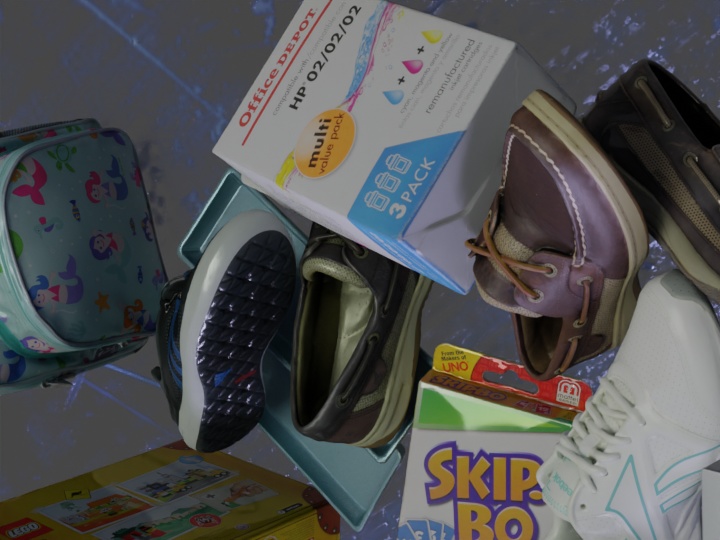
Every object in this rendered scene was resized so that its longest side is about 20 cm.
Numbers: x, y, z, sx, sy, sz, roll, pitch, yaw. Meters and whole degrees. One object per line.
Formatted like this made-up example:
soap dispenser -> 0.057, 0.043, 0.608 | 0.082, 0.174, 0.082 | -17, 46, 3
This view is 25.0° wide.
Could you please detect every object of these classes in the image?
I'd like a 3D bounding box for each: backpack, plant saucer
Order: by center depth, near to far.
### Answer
plant saucer -> -0.030, 0.024, 0.985 | 0.200, 0.019, 0.070 | 44, 111, 26
plant saucer -> -0.048, 0.073, 1.033 | 0.200, 0.019, 0.070 | 44, 125, 25
backpack -> -0.229, -0.006, 1.050 | 0.150, 0.200, 0.178 | -12, 92, 43

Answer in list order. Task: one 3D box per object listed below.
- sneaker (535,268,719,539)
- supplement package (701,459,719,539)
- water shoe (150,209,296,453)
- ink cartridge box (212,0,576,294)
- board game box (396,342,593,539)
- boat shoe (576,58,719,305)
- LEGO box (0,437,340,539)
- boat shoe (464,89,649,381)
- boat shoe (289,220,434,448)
sneaker -> 0.133, 0.091, 0.799 | 0.070, 0.080, 0.201 | -118, 26, -53
supplement package -> 0.248, 0.180, 0.732 | 0.156, 0.111, 0.200 | 7, 105, 40
water shoe -> -0.093, 0.028, 0.955 | 0.079, 0.071, 0.200 | 48, 143, 27
ink cartridge box -> 0.002, -0.080, 0.863 | 0.200, 0.068, 0.115 | 26, 83, 45
board game box -> 0.070, 0.145, 0.923 | 0.095, 0.030, 0.200 | 14, 109, 19
boat shoe -> 0.179, -0.031, 0.761 | 0.200, 0.074, 0.073 | 42, 115, 28
LEGO box -> -0.132, 0.182, 1.011 | 0.149, 0.200, 0.077 | 15, 110, 39
boat shoe -> 0.089, -0.006, 0.781 | 0.072, 0.072, 0.200 | 49, 169, 28
boat shoe -> -0.001, 0.000, 0.915 | 0.072, 0.066, 0.201 | 8, 91, 38
